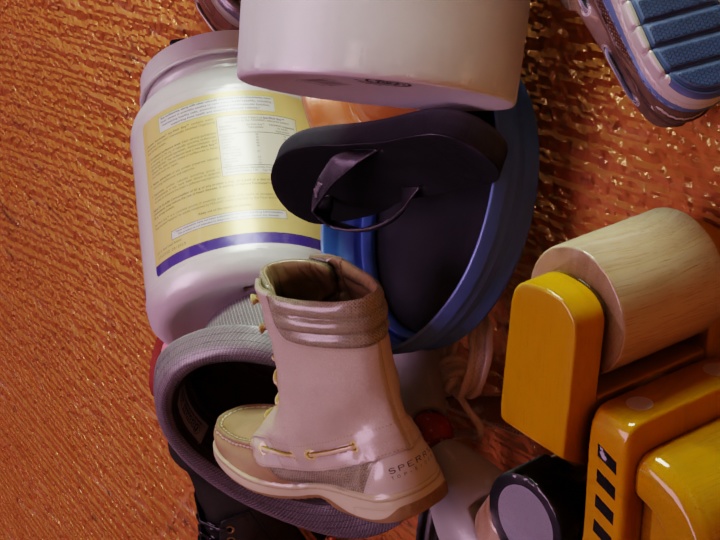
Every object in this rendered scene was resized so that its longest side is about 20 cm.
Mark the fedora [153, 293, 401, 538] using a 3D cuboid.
[{"bbox_3d":[-0.040,0.085,1.594,0.177,0.199,0.090,119,173,-46],"label":"fedora"}]

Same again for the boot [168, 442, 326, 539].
[{"bbox_3d":[-0.107,0.205,1.752,0.077,0.139,0.200,24,165,42],"label":"boot"}]

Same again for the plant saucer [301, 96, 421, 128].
[{"bbox_3d":[0.026,-0.163,1.453,0.200,0.032,0.201,-33,50,51],"label":"plant saucer"}]

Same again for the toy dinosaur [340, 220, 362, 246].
[{"bbox_3d":[0.000,0.000,1.587,0.101,0.058,0.201,25,-142,-63],"label":"toy dinosaur"}]

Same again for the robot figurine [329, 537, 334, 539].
[{"bbox_3d":[-0.011,0.299,1.709,0.144,0.116,0.201,99,151,-60],"label":"robot figurine"}]

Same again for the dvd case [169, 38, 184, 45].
[{"bbox_3d":[-0.119,-0.076,1.913,0.143,0.017,0.201,35,130,58],"label":"dvd case"}]

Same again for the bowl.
[{"bbox_3d":[0.042,-0.046,1.450,0.200,0.039,0.201,-31,53,52],"label":"bowl"}]

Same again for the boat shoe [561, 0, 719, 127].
[{"bbox_3d":[0.131,-0.166,1.233,0.072,0.072,0.201,130,126,-63],"label":"boat shoe"}]

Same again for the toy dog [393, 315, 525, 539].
[{"bbox_3d":[0.084,0.130,1.463,0.132,0.096,0.201,-35,54,52],"label":"toy dog"}]

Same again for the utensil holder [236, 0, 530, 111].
[{"bbox_3d":[0.020,-0.196,1.294,0.170,0.169,0.201,-179,94,-66],"label":"utensil holder"}]

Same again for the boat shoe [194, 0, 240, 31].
[{"bbox_3d":[-0.114,-0.250,1.760,0.072,0.075,0.201,116,139,-57],"label":"boat shoe"}]

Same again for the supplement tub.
[{"bbox_3d":[-0.087,-0.053,1.667,0.146,0.145,0.201,121,146,-57],"label":"supplement tub"}]

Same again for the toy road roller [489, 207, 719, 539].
[{"bbox_3d":[0.162,0.082,1.222,0.146,0.123,0.201,29,128,43],"label":"toy road roller"}]

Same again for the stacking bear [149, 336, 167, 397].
[{"bbox_3d":[-0.053,0.088,1.730,0.200,0.121,0.114,39,132,44],"label":"stacking bear"}]

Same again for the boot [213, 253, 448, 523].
[{"bbox_3d":[-0.037,0.065,1.449,0.200,0.072,0.155,10,123,51],"label":"boot"}]

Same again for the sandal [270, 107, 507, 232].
[{"bbox_3d":[0.006,-0.055,1.394,0.200,0.076,0.043,-15,49,57],"label":"sandal"}]

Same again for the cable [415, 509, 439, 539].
[{"bbox_3d":[0.056,0.200,1.496,0.200,0.050,0.098,-79,-5,-74],"label":"cable"}]
